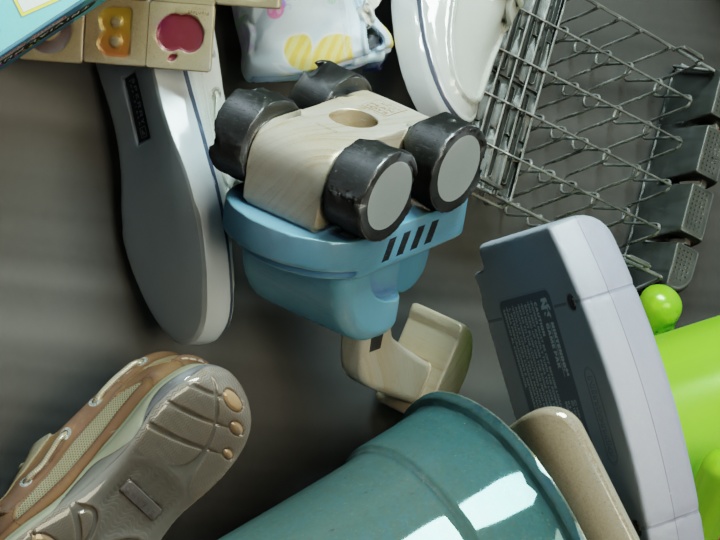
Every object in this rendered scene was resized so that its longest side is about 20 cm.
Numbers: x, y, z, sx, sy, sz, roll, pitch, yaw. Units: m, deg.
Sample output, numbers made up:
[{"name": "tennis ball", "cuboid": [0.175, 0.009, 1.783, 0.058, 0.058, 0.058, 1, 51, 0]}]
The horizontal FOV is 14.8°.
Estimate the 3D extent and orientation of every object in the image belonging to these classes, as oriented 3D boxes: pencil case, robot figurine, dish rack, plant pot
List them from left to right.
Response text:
[{"name": "pencil case", "cuboid": [-0.040, -0.198, 1.468, 0.083, 0.091, 0.201, -15, 94, -27]}, {"name": "plant pot", "cuboid": [-0.004, 0.192, 1.414, 0.195, 0.200, 0.201, -24, 100, -25]}, {"name": "dish rack", "cuboid": [0.127, -0.081, 1.598, 0.199, 0.054, 0.154, 25, 71, -29]}, {"name": "robot figurine", "cuboid": [0.182, 0.092, 1.553, 0.199, 0.176, 0.116, -17, 129, 2]}]

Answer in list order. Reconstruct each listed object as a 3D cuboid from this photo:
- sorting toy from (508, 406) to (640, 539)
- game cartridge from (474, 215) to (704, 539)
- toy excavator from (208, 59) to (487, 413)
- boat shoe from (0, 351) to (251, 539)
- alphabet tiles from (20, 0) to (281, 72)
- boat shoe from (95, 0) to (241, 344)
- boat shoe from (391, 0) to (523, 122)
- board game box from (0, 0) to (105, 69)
[{"name": "sorting toy", "cuboid": [0.108, 0.175, 1.450, 0.036, 0.200, 0.186, -22, 81, -25]}, {"name": "game cartridge", "cuboid": [0.120, 0.074, 1.434, 0.040, 0.133, 0.201, -16, 90, -17]}, {"name": "toy excavator", "cuboid": [0.000, 0.000, 1.438, 0.194, 0.099, 0.201, -22, 130, -52]}, {"name": "boat shoe", "cuboid": [-0.141, 0.119, 1.389, 0.200, 0.072, 0.076, -43, 126, -10]}, {"name": "alphabet tiles", "cuboid": [-0.117, -0.202, 1.387, 0.165, 0.006, 0.202, 5, 97, 6]}, {"name": "boat shoe", "cuboid": [-0.081, -0.065, 1.447, 0.086, 0.074, 0.203, -9, 82, -38]}, {"name": "boat shoe", "cuboid": [0.064, -0.166, 1.516, 0.072, 0.065, 0.201, 48, 39, -42]}, {"name": "board game box", "cuboid": [-0.203, -0.168, 1.333, 0.199, 0.047, 0.151, -35, 91, -18]}]
